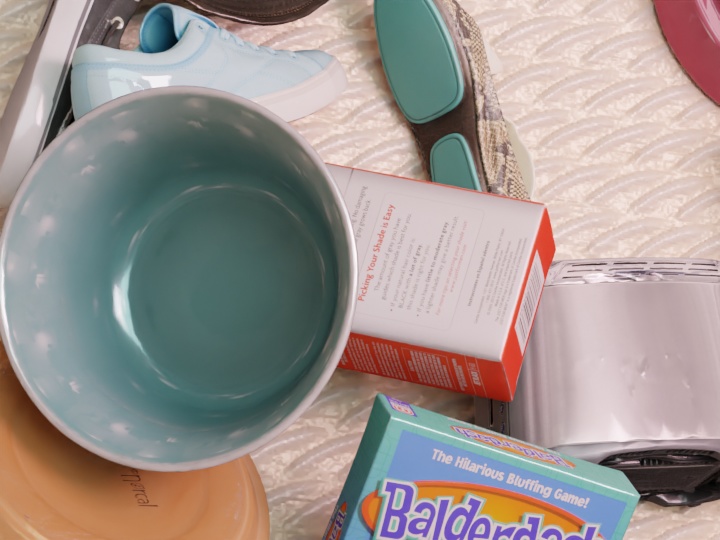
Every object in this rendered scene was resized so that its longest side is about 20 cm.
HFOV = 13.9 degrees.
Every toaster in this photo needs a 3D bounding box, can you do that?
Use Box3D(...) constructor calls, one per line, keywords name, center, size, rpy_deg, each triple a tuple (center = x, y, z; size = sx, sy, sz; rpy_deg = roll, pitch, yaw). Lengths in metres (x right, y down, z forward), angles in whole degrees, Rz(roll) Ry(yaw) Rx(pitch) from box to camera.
Box3D(name="toaster", center=(0.156, 0.067, 1.715), size=(0.199, 0.114, 0.130), rpy_deg=(-1, 72, -18))

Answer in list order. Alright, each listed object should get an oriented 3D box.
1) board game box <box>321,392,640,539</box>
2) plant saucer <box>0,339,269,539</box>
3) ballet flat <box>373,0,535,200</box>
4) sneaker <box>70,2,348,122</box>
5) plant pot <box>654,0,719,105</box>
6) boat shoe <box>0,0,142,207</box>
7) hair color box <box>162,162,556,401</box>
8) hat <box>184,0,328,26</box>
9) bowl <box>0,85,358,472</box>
Box3D(name="board game box", center=(0.046, 0.185, 1.618), size=(0.152, 0.045, 0.201), rpy_deg=(18, 101, -14))
Box3D(name="plant saucer", center=(-0.139, 0.110, 1.585), size=(0.200, 0.032, 0.201), rpy_deg=(19, 40, -17))
Box3D(name="ballet flat", center=(0.064, -0.089, 1.764), size=(0.075, 0.068, 0.201), rpy_deg=(-12, 83, -46))
Box3D(name="sneaker", center=(-0.083, -0.116, 1.673), size=(0.200, 0.074, 0.082), rpy_deg=(-20, 100, -49))
Box3D(name="plant pot", center=(0.305, -0.201, 1.820), size=(0.199, 0.179, 0.201), rpy_deg=(6, 70, -18))
Box3D(name="boat shoe", center=(-0.159, -0.119, 1.681), size=(0.056, 0.069, 0.201), rpy_deg=(24, 64, -13))
Box3D(name="hair color box", center=(0.000, 0.000, 1.657), size=(0.199, 0.061, 0.102), rpy_deg=(12, 67, 15))
Box3D(name="hat", center=(-0.083, -0.240, 1.710), size=(0.200, 0.081, 0.201), rpy_deg=(19, 41, -18))
Box3D(name="bowl", center=(-0.084, 0.007, 1.578), size=(0.200, 0.105, 0.202), rpy_deg=(-1, 86, 15))
